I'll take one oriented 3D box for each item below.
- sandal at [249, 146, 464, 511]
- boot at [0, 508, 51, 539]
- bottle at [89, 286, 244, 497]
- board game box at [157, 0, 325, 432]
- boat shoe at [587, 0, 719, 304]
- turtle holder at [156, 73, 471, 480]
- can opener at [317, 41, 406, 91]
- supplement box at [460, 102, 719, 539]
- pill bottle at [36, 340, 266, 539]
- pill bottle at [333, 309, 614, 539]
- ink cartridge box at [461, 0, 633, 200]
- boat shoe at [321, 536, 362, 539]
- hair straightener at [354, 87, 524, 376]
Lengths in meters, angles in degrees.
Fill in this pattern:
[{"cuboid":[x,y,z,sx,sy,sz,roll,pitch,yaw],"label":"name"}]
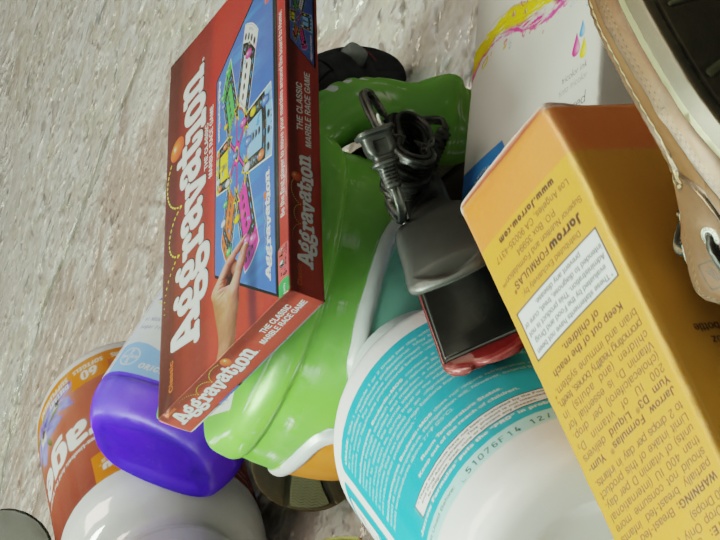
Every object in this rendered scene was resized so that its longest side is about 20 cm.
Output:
[{"cuboid":[-0.001,0.023,1.108,0.055,0.081,0.201,-71,-3,-76],"label":"sandal"},{"cuboid":[-0.179,0.166,1.119,0.187,0.064,0.200,-59,-2,18],"label":"boot"},{"cuboid":[-0.062,0.022,1.166,0.201,0.083,0.066,-58,-24,-33],"label":"bottle"},{"cuboid":[-0.052,-0.041,0.947,0.103,0.019,0.201,-46,35,40],"label":"board game box"},{"cuboid":[0.126,-0.017,0.697,0.201,0.072,0.068,57,137,12],"label":"boat shoe"},{"cuboid":[-0.004,0.009,1.019,0.141,0.131,0.186,123,161,-46],"label":"turtle holder"},{"cuboid":[-0.013,-0.092,1.128,0.063,0.079,0.200,-44,-7,19],"label":"can opener"},{"cuboid":[0.107,0.042,0.733,0.069,0.066,0.201,-52,52,42],"label":"supplement box"},{"cuboid":[-0.112,0.131,1.210,0.113,0.111,0.200,-64,24,19],"label":"pill bottle"},{"cuboid":[0.055,0.079,0.858,0.111,0.110,0.200,-67,23,11],"label":"pill bottle"},{"cuboid":[0.101,-0.105,0.944,0.116,0.067,0.201,-41,38,55],"label":"ink cartridge box"},{"cuboid":[0.024,0.154,0.940,0.200,0.059,0.072,14,86,68],"label":"boat shoe"},{"cuboid":[0.029,-0.034,0.887,0.041,0.077,0.200,-22,23,9],"label":"hair straightener"}]
